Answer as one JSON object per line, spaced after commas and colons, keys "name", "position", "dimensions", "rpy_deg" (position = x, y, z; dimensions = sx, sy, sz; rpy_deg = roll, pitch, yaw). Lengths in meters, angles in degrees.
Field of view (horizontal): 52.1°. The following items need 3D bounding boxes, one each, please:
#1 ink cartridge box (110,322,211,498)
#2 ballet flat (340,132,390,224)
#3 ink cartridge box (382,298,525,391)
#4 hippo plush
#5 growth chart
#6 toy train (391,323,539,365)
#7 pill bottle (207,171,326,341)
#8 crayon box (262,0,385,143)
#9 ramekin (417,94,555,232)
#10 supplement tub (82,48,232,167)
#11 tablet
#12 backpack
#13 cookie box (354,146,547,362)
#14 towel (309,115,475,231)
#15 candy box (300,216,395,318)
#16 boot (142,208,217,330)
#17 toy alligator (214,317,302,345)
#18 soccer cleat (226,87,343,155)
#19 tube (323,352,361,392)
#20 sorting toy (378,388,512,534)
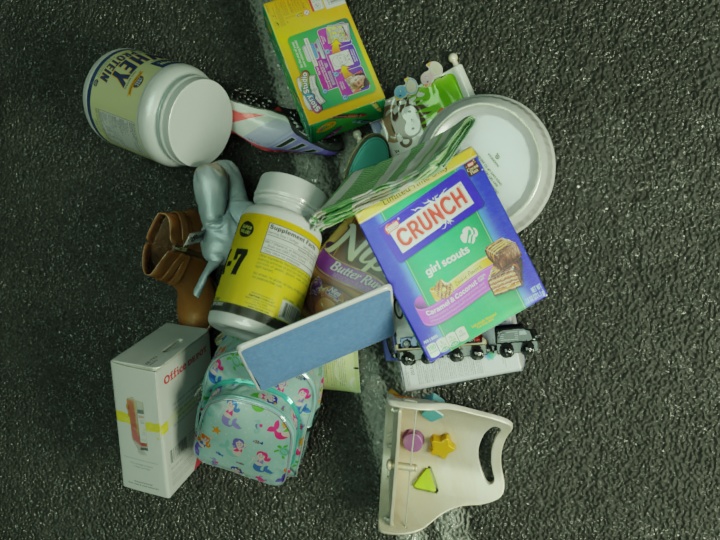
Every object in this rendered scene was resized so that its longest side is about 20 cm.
{"name": "ink cartridge box", "position": [-0.283, 0.199, 1.082], "dimensions": [0.081, 0.145, 0.206], "rpy_deg": [8, 111, 18]}
{"name": "ballet flat", "position": [0.000, -0.095, 1.059], "dimensions": [0.069, 0.071, 0.206], "rpy_deg": [10, 101, 16]}
{"name": "ink cartridge box", "position": [0.118, 0.084, 1.022], "dimensions": [0.195, 0.076, 0.141], "rpy_deg": [-13, 85, 15]}
{"name": "hippo plush", "position": [-0.149, -0.080, 1.056], "dimensions": [0.156, 0.201, 0.164], "rpy_deg": [-4, 111, 9]}
{"name": "growth chart", "position": [0.084, -0.205, 1.063], "dimensions": [0.198, 0.018, 0.147], "rpy_deg": [-34, 82, 12]}
{"name": "toy train", "position": [0.134, 0.095, 0.962], "dimensions": [0.194, 0.034, 0.047], "rpy_deg": [-7, 83, 17]}
{"name": "pill bottle", "position": [-0.113, -0.013, 0.943], "dimensions": [0.111, 0.115, 0.205], "rpy_deg": [12, 75, 16]}
{"name": "crayon box", "position": [-0.053, -0.299, 1.054], "dimensions": [0.116, 0.058, 0.205], "rpy_deg": [-20, 78, -8]}
{"name": "ramekin", "position": [0.164, -0.138, 0.988], "dimensions": [0.196, 0.094, 0.209], "rpy_deg": [1, 94, 11]}
{"name": "supplement tub", "position": [-0.299, -0.239, 1.093], "dimensions": [0.197, 0.144, 0.149], "rpy_deg": [22, 97, 32]}
{"name": "tablet", "position": [-0.049, 0.084, 0.906], "dimensions": [0.196, 0.131, 0.014], "rpy_deg": [-22, 60, -7]}
{"name": "backpack", "position": [-0.141, 0.183, 1.028], "dimensions": [0.173, 0.151, 0.204], "rpy_deg": [18, 114, 0]}
{"name": "cookie box", "position": [0.109, -0.021, 0.913], "dimensions": [0.168, 0.075, 0.204], "rpy_deg": [-29, 90, 4]}
{"name": "towel", "position": [0.038, -0.122, 0.907], "dimensions": [0.197, 0.153, 0.024], "rpy_deg": [-23, 109, 35]}
{"name": "candy box", "position": [0.000, 0.000, 0.995], "dimensions": [0.116, 0.056, 0.201], "rpy_deg": [43, 93, 14]}
{"name": "boot", "position": [-0.272, 0.009, 1.101], "dimensions": [0.072, 0.154, 0.206], "rpy_deg": [5, 92, 16]}
{"name": "toy alligator", "position": [-0.129, 0.071, 1.113], "dimensions": [0.198, 0.060, 0.054], "rpy_deg": [-34, 121, 14]}
{"name": "soccer cleat", "position": [-0.118, -0.207, 1.109], "dimensions": [0.196, 0.068, 0.075], "rpy_deg": [23, 124, 8]}
{"name": "tube", "position": [-0.096, 0.147, 1.106], "dimensions": [0.194, 0.059, 0.053], "rpy_deg": [-3, 54, 14]}
{"name": "sorting toy", "position": [0.118, 0.253, 1.016], "dimensions": [0.174, 0.107, 0.206], "rpy_deg": [4, 110, 2]}
